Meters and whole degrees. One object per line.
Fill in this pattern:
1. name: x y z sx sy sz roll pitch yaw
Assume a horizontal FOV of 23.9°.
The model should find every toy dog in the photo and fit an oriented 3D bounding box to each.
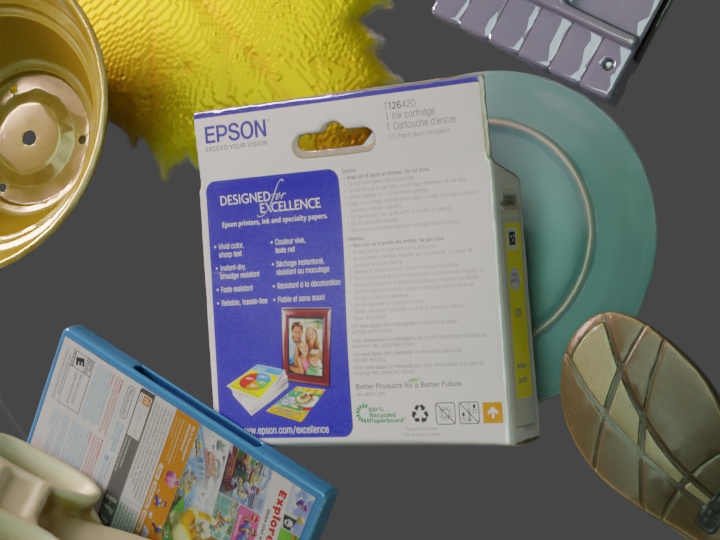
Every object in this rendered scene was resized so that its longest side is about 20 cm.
1. toy dog: -0.205 0.225 1.003 0.193 0.140 0.200 25 105 -16

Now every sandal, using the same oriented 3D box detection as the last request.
1. sandal: 0.187 0.104 0.914 0.200 0.054 0.080 41 104 6

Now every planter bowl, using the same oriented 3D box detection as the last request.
1. planter bowl: -0.228 -0.091 1.077 0.200 0.083 0.201 -3 82 21

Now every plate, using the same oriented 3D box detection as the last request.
1. plate: 0.071 -0.019 0.985 0.199 0.026 0.201 -2 83 21

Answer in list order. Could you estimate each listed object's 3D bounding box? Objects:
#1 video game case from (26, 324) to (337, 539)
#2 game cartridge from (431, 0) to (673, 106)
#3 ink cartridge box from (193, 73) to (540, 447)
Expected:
1. video game case: -0.119 0.141 1.020 0.200 0.018 0.144 30 111 22
2. game cartridge: 0.137 -0.211 0.981 0.129 0.038 0.201 29 94 18
3. ink cartridge box: 0.000 0.000 0.973 0.197 0.047 0.201 -4 88 31
